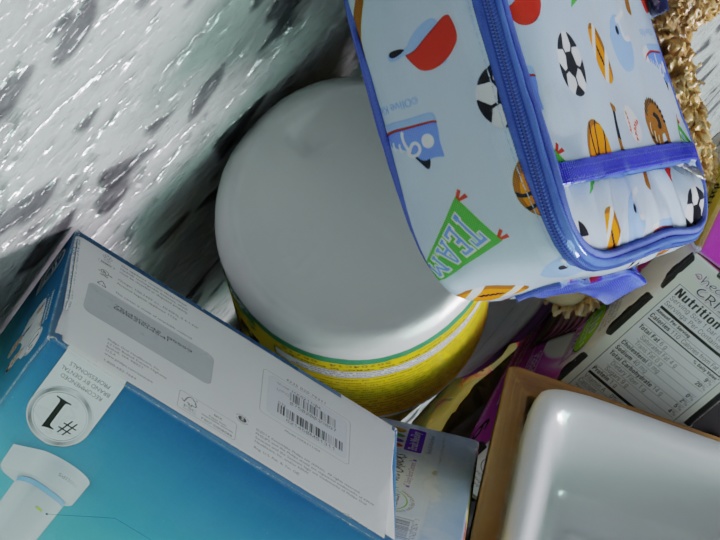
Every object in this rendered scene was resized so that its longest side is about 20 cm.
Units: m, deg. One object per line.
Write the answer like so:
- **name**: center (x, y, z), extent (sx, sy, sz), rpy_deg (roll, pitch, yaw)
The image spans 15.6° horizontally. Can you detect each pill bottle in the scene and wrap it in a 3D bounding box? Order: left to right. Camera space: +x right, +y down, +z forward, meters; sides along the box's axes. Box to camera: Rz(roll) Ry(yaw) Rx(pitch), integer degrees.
- **pill bottle**: center (0.000, 0.000, 1.101), extent (0.113, 0.113, 0.200), rpy_deg (-46, 170, -9)

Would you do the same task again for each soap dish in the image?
- **soap dish**: center (0.106, 0.160, 1.090), extent (0.081, 0.157, 0.201), rpy_deg (137, -30, -64)

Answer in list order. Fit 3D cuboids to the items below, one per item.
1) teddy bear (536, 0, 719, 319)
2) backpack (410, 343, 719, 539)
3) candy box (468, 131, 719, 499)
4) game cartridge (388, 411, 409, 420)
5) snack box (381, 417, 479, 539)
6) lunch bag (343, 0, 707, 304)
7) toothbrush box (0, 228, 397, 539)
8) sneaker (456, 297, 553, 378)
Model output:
- **teddy bear**: center (0.103, -0.079, 1.125), extent (0.066, 0.145, 0.201), rpy_deg (6, 98, -36)
- **backpack**: center (0.108, 0.106, 1.436), extent (0.200, 0.167, 0.127), rpy_deg (-36, 172, -25)
- **candy box**: center (0.133, 0.020, 1.173), extent (0.200, 0.061, 0.137), rpy_deg (-46, -171, 44)
- **game cartridge**: center (0.042, 0.021, 1.388), extent (0.176, 0.032, 0.200), rpy_deg (-36, 166, -48)
- **snack box**: center (0.007, 0.154, 1.079), extent (0.200, 0.053, 0.143), rpy_deg (-61, 165, -79)
- **lunch bag**: center (0.069, -0.065, 0.985), extent (0.075, 0.161, 0.200), rpy_deg (-19, 177, 24)
- **toothbrush box**: center (-0.100, 0.112, 0.956), extent (0.200, 0.146, 0.085), rpy_deg (-53, -165, 22)
- **sneaker**: center (0.071, -0.048, 1.226), extent (0.201, 0.099, 0.075), rpy_deg (-63, -177, 5)
